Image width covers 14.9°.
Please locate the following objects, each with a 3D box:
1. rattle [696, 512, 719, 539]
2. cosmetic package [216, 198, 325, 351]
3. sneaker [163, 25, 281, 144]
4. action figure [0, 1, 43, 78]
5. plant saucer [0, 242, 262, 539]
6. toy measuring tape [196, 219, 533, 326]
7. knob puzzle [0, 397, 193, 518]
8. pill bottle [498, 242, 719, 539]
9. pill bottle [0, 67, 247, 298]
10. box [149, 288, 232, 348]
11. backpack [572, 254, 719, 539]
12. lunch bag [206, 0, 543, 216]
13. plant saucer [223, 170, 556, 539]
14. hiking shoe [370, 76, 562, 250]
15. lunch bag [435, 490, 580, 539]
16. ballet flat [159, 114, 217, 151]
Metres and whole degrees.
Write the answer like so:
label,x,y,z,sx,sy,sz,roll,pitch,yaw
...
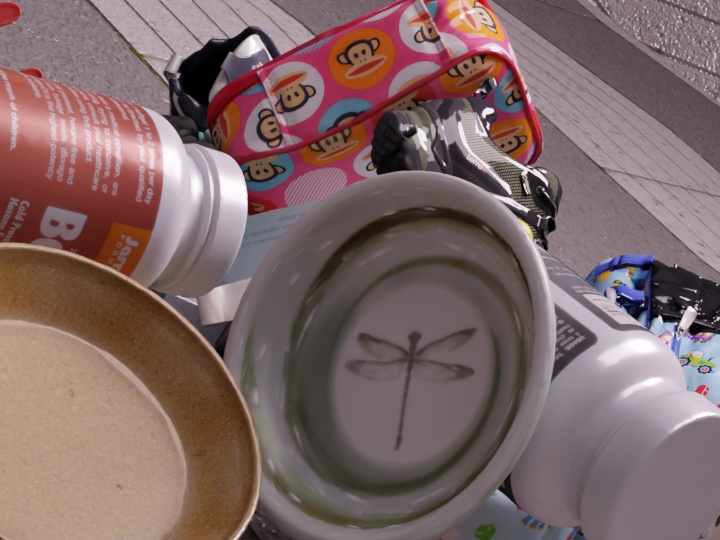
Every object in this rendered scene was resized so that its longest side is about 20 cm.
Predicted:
label,x,y,z,sx,sy,sz,roll,pitch,yaw
rattle,0.144,0.143,1.471,0.142,0.201,0.130,33,15,0
cosmetic package,0.008,0.025,1.704,0.112,0.082,0.199,-10,-23,42
sneaker,-0.054,-0.108,1.933,0.198,0.080,0.130,24,-16,21
action figure,-0.237,-0.123,1.698,0.066,0.051,0.200,67,-21,-6
plant saucer,-0.143,0.074,1.319,0.199,0.035,0.201,22,40,-20
toy measuring tape,0.000,0.000,1.559,0.199,0.074,0.074,-12,16,5
knob puzzle,-0.143,0.070,1.439,0.219,0.031,0.220,30,16,-9
pill bottle,0.099,0.063,1.452,0.116,0.116,0.200,15,19,-50
pill bottle,-0.166,-0.045,1.497,0.199,0.113,0.112,14,23,-34
box,-0.185,-0.028,1.637,0.199,0.041,0.156,25,16,-31
backpack,0.172,0.105,1.720,0.134,0.183,0.200,24,27,0
lunch bag,0.015,-0.080,1.744,0.176,0.199,0.082,63,4,-55
plant saucer,0.021,0.051,1.405,0.200,0.200,0.050,45,10,37
hiking shoe,0.088,-0.016,1.636,0.201,0.100,0.076,66,-20,2
lunch bag,0.025,0.106,1.579,0.199,0.083,0.161,19,17,-45
ballet flat,-0.125,-0.057,1.670,0.068,0.068,0.200,19,7,-13
